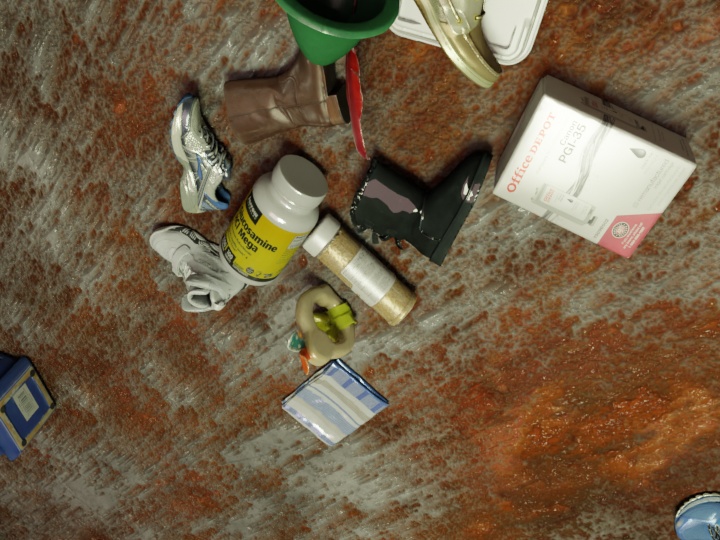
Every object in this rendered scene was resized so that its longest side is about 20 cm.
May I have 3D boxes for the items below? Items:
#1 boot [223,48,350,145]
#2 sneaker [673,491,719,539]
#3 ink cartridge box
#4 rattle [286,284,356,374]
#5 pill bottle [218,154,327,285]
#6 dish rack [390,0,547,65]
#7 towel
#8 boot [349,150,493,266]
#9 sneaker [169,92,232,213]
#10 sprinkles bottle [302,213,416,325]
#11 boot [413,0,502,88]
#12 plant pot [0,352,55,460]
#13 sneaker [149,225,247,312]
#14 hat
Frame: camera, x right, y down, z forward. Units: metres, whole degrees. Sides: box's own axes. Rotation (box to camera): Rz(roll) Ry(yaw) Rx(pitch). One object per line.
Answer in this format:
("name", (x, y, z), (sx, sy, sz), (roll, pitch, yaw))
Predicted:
("boot", (-0.124, -0.275, 0.831), (0.196, 0.064, 0.190), (-1, 119, 27))
("sneaker", (0.623, 0.423, 0.983), (0.197, 0.090, 0.079), (-24, 110, 32))
("ink cartridge box", (0.285, -0.130, 0.753), (0.197, 0.083, 0.148), (25, 127, 3))
("rattle", (-0.099, 0.119, 0.986), (0.140, 0.201, 0.132), (-15, 116, 28))
("pill bottle", (-0.134, -0.078, 0.926), (0.112, 0.113, 0.200), (36, 127, -6))
("dish rack", (0.125, -0.343, 0.700), (0.196, 0.044, 0.174), (18, 126, 8))
("towel", (-0.054, 0.266, 1.177), (0.146, 0.024, 0.200), (41, 126, -9))
("boot", (0.080, -0.111, 0.854), (0.160, 0.074, 0.200), (28, 128, 5))
("sneaker", (-0.240, -0.180, 0.934), (0.083, 0.078, 0.203), (7, 132, 4))
("sprinkles bottle", (0.000, 0.000, 0.954), (0.199, 0.069, 0.068), (42, 126, -9))
("boot", (0.138, -0.318, 0.642), (0.153, 0.072, 0.201), (-28, 109, 30))
("plant pot", (-0.865, 0.325, 1.417), (0.175, 0.201, 0.204), (-3, 121, 14))
("sneaker", (-0.297, -0.002, 1.035), (0.197, 0.116, 0.076), (26, 127, 3))
("hat", (-0.051, -0.282, 0.743), (0.162, 0.204, 0.177), (2, 153, -17))
